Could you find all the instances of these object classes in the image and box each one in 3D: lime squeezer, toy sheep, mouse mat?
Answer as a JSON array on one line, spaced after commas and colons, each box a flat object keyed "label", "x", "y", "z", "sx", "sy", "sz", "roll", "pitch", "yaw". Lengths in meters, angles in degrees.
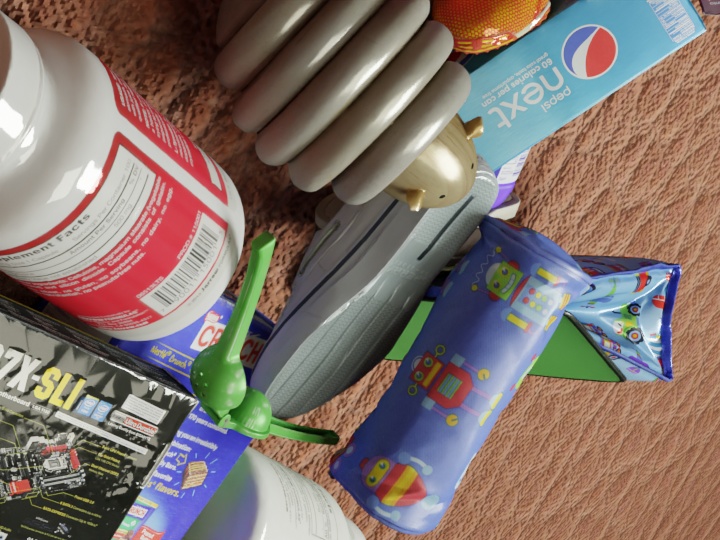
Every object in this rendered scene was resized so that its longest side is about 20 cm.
[{"label": "lime squeezer", "x": -0.060, "y": 0.060, "z": 0.861, "sx": 0.071, "sy": 0.038, "sz": 0.200, "roll": -50, "pitch": 148, "yaw": -25}, {"label": "toy sheep", "x": -0.015, "y": -0.108, "z": 0.823, "sx": 0.138, "sy": 0.200, "sz": 0.138, "roll": -49, "pitch": -171, "yaw": 10}, {"label": "mouse mat", "x": 0.071, "y": 0.045, "z": 1.060, "sx": 0.161, "sy": 0.200, "sz": 0.008, "roll": 42, "pitch": 57, "yaw": -58}]

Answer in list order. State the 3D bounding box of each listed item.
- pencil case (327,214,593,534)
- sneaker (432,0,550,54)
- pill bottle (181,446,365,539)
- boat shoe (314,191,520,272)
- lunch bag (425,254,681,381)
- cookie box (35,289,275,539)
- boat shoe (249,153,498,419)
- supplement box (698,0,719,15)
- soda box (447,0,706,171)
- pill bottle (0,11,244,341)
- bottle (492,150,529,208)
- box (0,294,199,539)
[{"label": "pencil case", "x": 0.059, "y": 0.064, "z": 0.929, "sx": 0.200, "sy": 0.078, "sz": 0.087, "roll": -58, "pitch": 168, "yaw": 8}, {"label": "sneaker", "x": 0.096, "y": -0.210, "z": 0.902, "sx": 0.200, "sy": 0.073, "sz": 0.077, "roll": -59, "pitch": 155, "yaw": -24}, {"label": "pill bottle", "x": -0.072, "y": 0.192, "z": 1.079, "sx": 0.114, "sy": 0.114, "sz": 0.200, "roll": -51, "pitch": 148, "yaw": -1}, {"label": "boat shoe", "x": 0.036, "y": -0.023, "z": 1.049, "sx": 0.200, "sy": 0.072, "sz": 0.060, "roll": -13, "pitch": 129, "yaw": -52}, {"label": "lunch bag", "x": 0.115, "y": 0.026, "z": 1.114, "sx": 0.200, "sy": 0.150, "sz": 0.094, "roll": 10, "pitch": 83, "yaw": -48}, {"label": "cookie box", "x": -0.145, "y": 0.090, "z": 0.923, "sx": 0.200, "sy": 0.075, "sz": 0.171, "roll": -53, "pitch": 147, "yaw": 0}, {"label": "boat shoe", "x": 0.000, "y": 0.000, "z": 0.918, "sx": 0.200, "sy": 0.067, "sz": 0.074, "roll": -47, "pitch": 141, "yaw": 9}, {"label": "supplement box", "x": 0.253, "y": -0.276, "z": 0.986, "sx": 0.200, "sy": 0.103, "sz": 0.131, "roll": 48, "pitch": 48, "yaw": -53}, {"label": "soda box", "x": 0.104, "y": -0.124, "z": 0.938, "sx": 0.200, "sy": 0.068, "sz": 0.064, "roll": -33, "pitch": 114, "yaw": 11}, {"label": "pill bottle", "x": -0.148, "y": -0.047, "z": 0.754, "sx": 0.112, "sy": 0.112, "sz": 0.200, "roll": -50, "pitch": 147, "yaw": -2}, {"label": "bottle", "x": 0.096, "y": -0.138, "z": 1.013, "sx": 0.083, "sy": 0.065, "sz": 0.200, "roll": -4, "pitch": 124, "yaw": -46}, {"label": "box", "x": -0.202, "y": 0.091, "z": 0.776, "sx": 0.200, "sy": 0.049, "sz": 0.160, "roll": 29, "pitch": 93, "yaw": -42}]
